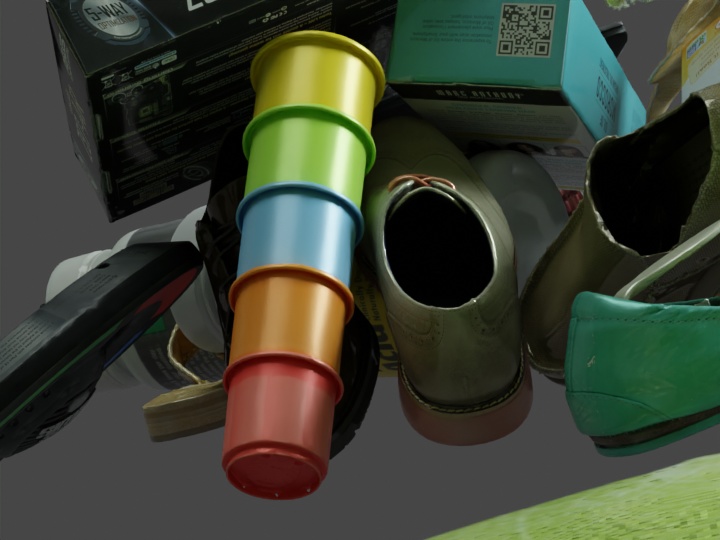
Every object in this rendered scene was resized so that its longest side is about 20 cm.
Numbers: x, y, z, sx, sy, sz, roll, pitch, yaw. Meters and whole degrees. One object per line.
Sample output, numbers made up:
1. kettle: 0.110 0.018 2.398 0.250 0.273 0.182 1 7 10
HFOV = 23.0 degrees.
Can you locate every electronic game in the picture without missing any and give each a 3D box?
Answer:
1. electronic game: -0.150 0.056 0.812 0.200 0.042 0.200 -42 -1 -1

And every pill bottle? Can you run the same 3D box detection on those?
1. pill bottle: 0.000 0.000 0.911 0.200 0.112 0.111 -3 9 37
2. pill bottle: -0.098 0.018 1.172 0.200 0.113 0.113 -13 3 19

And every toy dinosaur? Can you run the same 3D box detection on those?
1. toy dinosaur: 0.183 -0.126 0.951 0.101 0.058 0.200 -43 -12 -28

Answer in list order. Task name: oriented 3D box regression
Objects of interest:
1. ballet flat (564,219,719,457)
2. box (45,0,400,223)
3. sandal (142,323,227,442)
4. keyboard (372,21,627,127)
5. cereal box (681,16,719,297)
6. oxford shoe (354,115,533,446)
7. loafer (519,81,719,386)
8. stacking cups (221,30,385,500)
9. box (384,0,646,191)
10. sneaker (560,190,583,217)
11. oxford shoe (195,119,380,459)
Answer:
1. ballet flat: 0.163 0.007 0.625 0.200 0.071 0.067 -15 6 -15
2. box: -0.040 -0.108 0.827 0.200 0.044 0.160 -25 -17 -12
3. sandal: -0.078 0.043 1.029 0.077 0.070 0.212 -13 3 12
4. keyboard: 0.048 -0.086 0.981 0.200 0.021 0.127 -18 -17 -14
5. cereal box: 0.202 -0.072 0.771 0.144 0.040 0.200 -40 25 34
6. oxford shoe: 0.034 -0.018 0.750 0.071 0.074 0.200 -13 38 -4
7. loafer: 0.113 -0.019 0.708 0.067 0.076 0.200 10 -38 -26
8. stacking cups: -0.027 -0.002 0.717 0.060 0.200 0.061 4 -32 3
9. box: 0.082 -0.084 0.860 0.082 0.049 0.200 5 -10 19
10. sneaker: 0.152 -0.035 1.158 0.082 0.078 0.200 -8 -10 -21
11. oxford shoe: -0.043 0.007 0.781 0.073 0.084 0.200 -29 39 14
